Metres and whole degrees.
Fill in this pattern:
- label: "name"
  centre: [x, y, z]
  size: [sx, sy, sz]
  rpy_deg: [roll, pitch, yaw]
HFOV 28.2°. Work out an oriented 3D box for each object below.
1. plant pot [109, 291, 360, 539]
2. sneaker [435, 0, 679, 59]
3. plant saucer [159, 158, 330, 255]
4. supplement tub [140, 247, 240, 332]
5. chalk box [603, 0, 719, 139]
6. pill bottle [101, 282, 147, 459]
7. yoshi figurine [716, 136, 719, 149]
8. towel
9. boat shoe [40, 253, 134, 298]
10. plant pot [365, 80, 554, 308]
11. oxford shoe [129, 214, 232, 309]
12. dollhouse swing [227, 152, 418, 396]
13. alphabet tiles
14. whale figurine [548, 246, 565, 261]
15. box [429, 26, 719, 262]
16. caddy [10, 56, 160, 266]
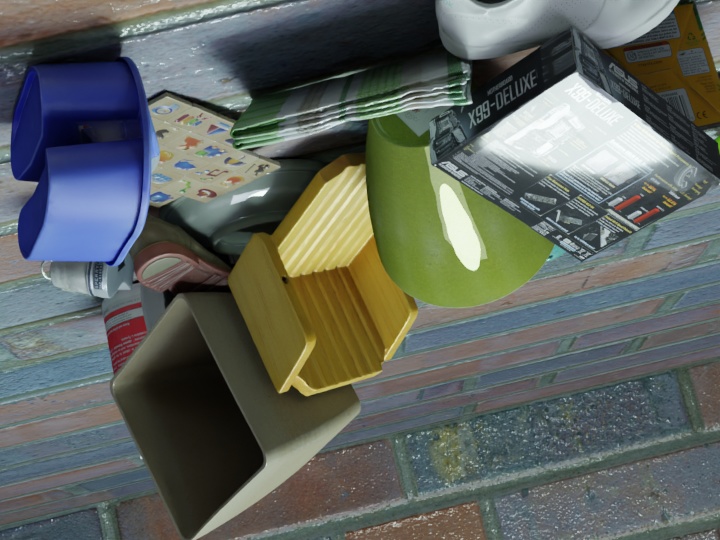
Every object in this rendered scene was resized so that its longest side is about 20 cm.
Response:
- label: "plant pot"
  centre: [-0.122, 0.140, 1.539]
  size: [0.176, 0.201, 0.200]
  rpy_deg: [-14, 156, -42]
- label: "sneaker"
  centre: [0.156, -0.218, 1.111]
  size: [0.198, 0.076, 0.089]
  rpy_deg: [-13, 154, 4]
- label: "plant saucer"
  centre: [-0.109, -0.057, 1.505]
  size: [0.198, 0.051, 0.200]
  rpy_deg: [-12, 166, -3]
- label: "supplement tub"
  centre: [-0.143, 0.026, 1.640]
  size: [0.198, 0.124, 0.123]
  rpy_deg: [-7, 164, -21]
- label: "chalk box"
  centre: [0.239, -0.146, 1.340]
  size: [0.123, 0.125, 0.200]
  rpy_deg: [-11, 166, -13]
- label: "pill bottle"
  centre: [-0.245, 0.121, 1.746]
  size: [0.111, 0.202, 0.112]
  rpy_deg: [-12, 165, -3]
- label: "yoshi figurine"
  centre: [0.439, -0.171, 1.485]
  size: [0.111, 0.113, 0.200]
  rpy_deg: [-22, 172, -41]
- label: "towel"
  centre: [-0.003, -0.141, 1.189]
  size: [0.198, 0.031, 0.149]
  rpy_deg: [-13, -166, 8]
- label: "boat shoe"
  centre: [-0.278, -0.009, 1.444]
  size: [0.085, 0.076, 0.202]
  rpy_deg: [5, -170, 0]
- label: "plant pot"
  centre: [0.078, -0.096, 1.322]
  size: [0.185, 0.189, 0.200]
  rpy_deg: [-15, 146, 9]
- label: "oxford shoe"
  centre: [-0.179, -0.011, 1.485]
  size: [0.070, 0.075, 0.200]
  rpy_deg: [-30, 156, 6]
- label: "dollhouse swing"
  centre: [0.000, 0.000, 1.469]
  size: [0.175, 0.183, 0.199]
  rpy_deg: [-34, 166, 34]
- label: "alphabet tiles"
  centre: [-0.172, -0.103, 1.323]
  size: [0.166, 0.008, 0.199]
  rpy_deg: [-22, 158, 30]
- label: "whale figurine"
  centre: [0.221, -0.074, 1.625]
  size: [0.158, 0.105, 0.200]
  rpy_deg: [-3, 162, -35]
- label: "box"
  centre: [0.179, -0.098, 1.190]
  size: [0.199, 0.050, 0.157]
  rpy_deg: [29, 136, -33]
- label: "caddy"
  centre: [-0.211, -0.083, 1.131]
  size: [0.104, 0.143, 0.200]
  rpy_deg: [-4, 164, -23]
